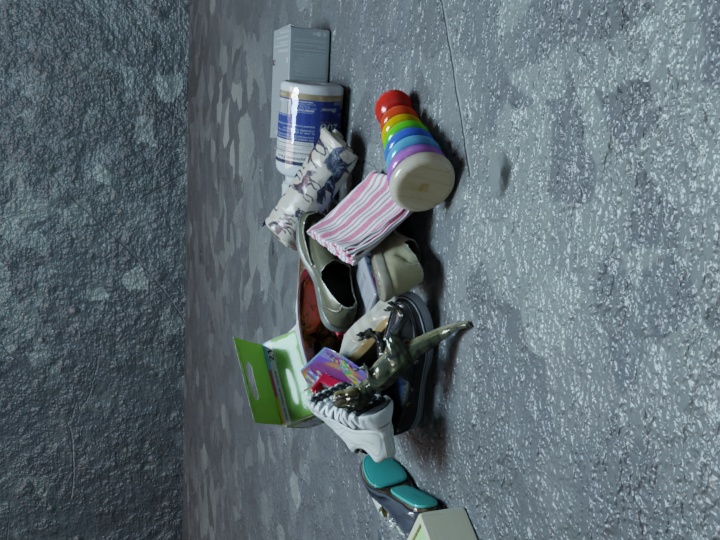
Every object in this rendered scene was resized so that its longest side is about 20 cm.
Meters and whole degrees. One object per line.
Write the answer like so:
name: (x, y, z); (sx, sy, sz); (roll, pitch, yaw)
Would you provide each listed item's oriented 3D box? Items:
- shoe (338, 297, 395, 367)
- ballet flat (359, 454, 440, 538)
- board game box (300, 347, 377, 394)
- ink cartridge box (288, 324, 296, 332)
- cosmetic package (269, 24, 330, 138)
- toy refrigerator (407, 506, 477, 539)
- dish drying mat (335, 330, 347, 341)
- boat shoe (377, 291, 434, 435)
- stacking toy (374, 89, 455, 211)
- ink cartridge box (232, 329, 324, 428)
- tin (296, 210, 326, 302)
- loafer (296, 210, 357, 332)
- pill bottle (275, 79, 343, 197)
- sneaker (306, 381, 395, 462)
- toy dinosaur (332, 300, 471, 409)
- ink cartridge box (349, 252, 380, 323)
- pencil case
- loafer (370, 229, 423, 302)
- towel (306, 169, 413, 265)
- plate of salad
shoe: (0.016, 0.098, 1.181); (0.200, 0.069, 0.054); (-50, 54, 47)
ballet flat: (0.049, 0.321, 1.111); (0.200, 0.072, 0.074); (-160, 70, -65)
board game box: (-0.028, 0.202, 1.211); (0.158, 0.039, 0.200); (44, 151, 0)
ink cartridge box: (-0.096, 0.181, 1.523); (0.200, 0.047, 0.163); (134, 131, -67)
cosmetic package: (-0.113, -0.340, 1.475); (0.107, 0.089, 0.203); (-160, 73, -65)
toy refrigerator: (0.085, 0.393, 1.014); (0.076, 0.069, 0.202); (-113, 29, -43)
dish drying mat: (-0.041, 0.033, 1.306); (0.018, 0.077, 0.202); (-33, 53, 22)
boat shoe: (0.049, 0.130, 1.064); (0.069, 0.066, 0.203); (20, 115, 33)
stacking toy: (0.057, -0.171, 1.050); (0.201, 0.084, 0.086); (-107, 26, -44)
ink cartridge box: (-0.117, 0.178, 1.324); (0.200, 0.075, 0.150); (29, -139, -66)
tin: (-0.087, -0.023, 1.435); (0.112, 0.041, 0.203); (-60, -24, -73)
loafer: (-0.043, -0.009, 1.233); (0.070, 0.074, 0.202); (-48, 57, 55)
pill bottle: (-0.090, -0.223, 1.384); (0.111, 0.109, 0.203); (-139, 51, -63)
sneaker: (-0.014, 0.205, 1.085); (0.199, 0.074, 0.082); (8, 118, 64)
toy dinosaur: (0.041, 0.096, 1.007); (0.199, 0.047, 0.089); (-37, 60, 11)
ink cartridge box: (0.000, 0.000, 1.258); (0.120, 0.041, 0.202); (109, 149, -45)
pencil case: (-0.080, -0.136, 1.310); (0.201, 0.077, 0.089); (-56, 32, 8)
loafer: (0.048, -0.018, 1.098); (0.201, 0.067, 0.077); (-97, -1, -63)
towel: (0.004, -0.083, 1.127); (0.030, 0.146, 0.200); (51, 173, -24)
plate of salad: (-0.063, 0.094, 1.338); (0.200, 0.047, 0.203); (-10, -90, -77)
